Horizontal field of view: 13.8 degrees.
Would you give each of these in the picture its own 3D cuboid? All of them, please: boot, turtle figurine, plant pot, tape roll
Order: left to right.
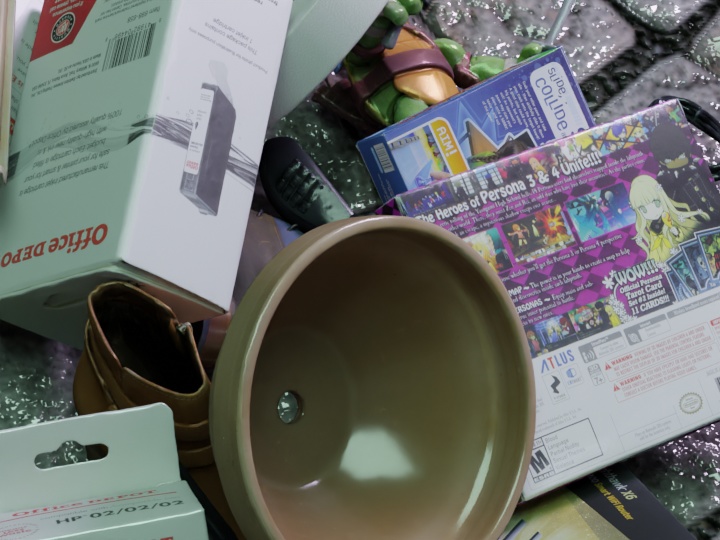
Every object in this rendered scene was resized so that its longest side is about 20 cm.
[{"bbox_3d":[-0.078,0.100,1.603,0.077,0.155,0.200,-34,64,-25],"label":"boot"},{"bbox_3d":[-0.083,-0.011,1.751,0.097,0.075,0.200,9,39,-29],"label":"boot"},{"bbox_3d":[-0.035,-0.164,1.774,0.037,0.203,0.203,38,55,-18],"label":"tape roll"},{"bbox_3d":[-0.011,0.071,1.535,0.093,0.201,0.201,1,41,49],"label":"plant pot"},{"bbox_3d":[0.066,-0.119,1.765,0.200,0.144,0.194,-21,68,5],"label":"turtle figurine"}]

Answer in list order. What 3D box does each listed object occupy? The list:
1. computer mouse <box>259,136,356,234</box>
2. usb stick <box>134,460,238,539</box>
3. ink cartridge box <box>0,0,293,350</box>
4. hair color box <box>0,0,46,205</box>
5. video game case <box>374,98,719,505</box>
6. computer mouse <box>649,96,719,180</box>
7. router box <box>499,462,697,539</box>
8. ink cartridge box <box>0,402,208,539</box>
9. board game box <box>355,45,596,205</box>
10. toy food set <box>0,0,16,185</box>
[{"bbox_3d":[0.000,0.000,1.746,0.034,0.059,0.200,-37,68,-6],"label":"computer mouse"},{"bbox_3d":[-0.062,0.186,1.564,0.200,0.055,0.033,53,23,-2],"label":"usb stick"},{"bbox_3d":[-0.128,-0.067,1.673,0.084,0.144,0.200,27,64,-34],"label":"ink cartridge box"},{"bbox_3d":[-0.210,-0.078,1.744,0.111,0.064,0.200,45,52,-23],"label":"hair color box"},{"bbox_3d":[0.129,0.016,1.652,0.200,0.036,0.182,-20,84,-28],"label":"video game case"},{"bbox_3d":[0.212,-0.026,1.786,0.058,0.034,0.200,-8,50,-6],"label":"computer mouse"},{"bbox_3d":[0.101,0.175,1.568,0.157,0.052,0.200,-14,24,-15],"label":"router box"},{"bbox_3d":[-0.131,0.178,1.506,0.115,0.068,0.201,-10,101,-11],"label":"ink cartridge box"},{"bbox_3d":[0.097,-0.010,1.693,0.135,0.034,0.200,-26,96,-28],"label":"board game box"},{"bbox_3d":[-0.268,-0.131,1.670,0.143,0.060,0.200,0,55,-3],"label":"toy food set"}]
